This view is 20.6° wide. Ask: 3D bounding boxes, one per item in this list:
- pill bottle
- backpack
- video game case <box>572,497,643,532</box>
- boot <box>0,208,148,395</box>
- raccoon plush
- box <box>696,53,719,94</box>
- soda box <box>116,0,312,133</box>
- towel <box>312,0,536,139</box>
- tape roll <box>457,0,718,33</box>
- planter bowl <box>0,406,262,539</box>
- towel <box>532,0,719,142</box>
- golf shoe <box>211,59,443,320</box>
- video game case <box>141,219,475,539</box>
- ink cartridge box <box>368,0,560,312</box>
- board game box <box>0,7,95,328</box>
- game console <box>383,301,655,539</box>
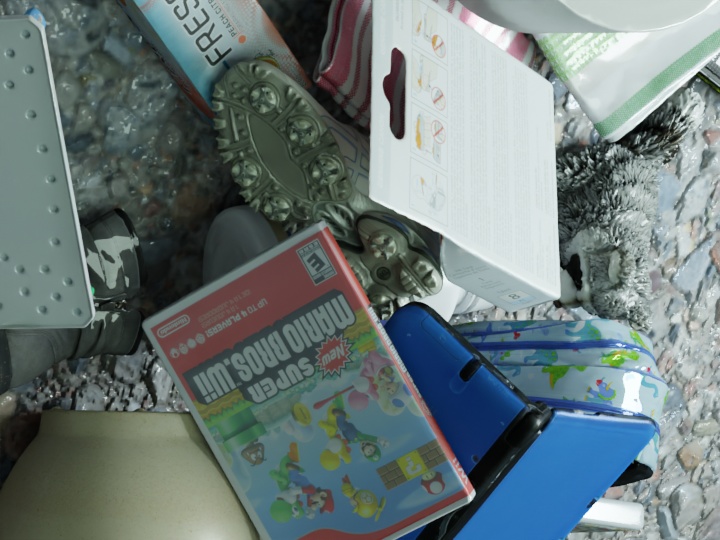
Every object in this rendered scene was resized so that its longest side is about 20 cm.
[{"bbox_3d":[0.000,0.000,1.377,0.198,0.111,0.112,-8,118,-29],"label":"pill bottle"},{"bbox_3d":[0.129,0.102,1.458,0.163,0.199,0.155,29,80,-41],"label":"backpack"},{"bbox_3d":[0.080,0.179,1.488,0.199,0.181,0.023,12,76,-37],"label":"video game case"},{"bbox_3d":[-0.205,-0.019,1.273,0.131,0.070,0.201,-21,132,-29],"label":"boot"},{"bbox_3d":[0.207,-0.050,1.469,0.097,0.134,0.201,38,91,-38],"label":"raccoon plush"},{"bbox_3d":[0.314,-0.230,1.502,0.193,0.047,0.201,30,96,-40],"label":"box"},{"bbox_3d":[-0.112,-0.173,1.244,0.068,0.064,0.200,-41,128,-8],"label":"soda box"},{"bbox_3d":[0.051,-0.140,1.342,0.200,0.030,0.148,38,59,-40],"label":"towel"},{"bbox_3d":[0.147,-0.255,1.285,0.201,0.139,0.205,-3,97,-23],"label":"tape roll"},{"bbox_3d":[-0.156,0.159,1.326,0.199,0.200,0.136,4,84,-34],"label":"planter bowl"},{"bbox_3d":[0.179,-0.211,1.397,0.149,0.031,0.201,-40,110,-10],"label":"towel"},{"bbox_3d":[-0.019,-0.062,1.282,0.078,0.097,0.200,-28,110,28],"label":"golf shoe"},{"bbox_3d":[-0.034,0.087,1.266,0.142,0.017,0.201,-28,94,20],"label":"video game case"},{"bbox_3d":[0.055,-0.079,1.270,0.199,0.047,0.162,25,57,-45],"label":"ink cartridge box"},{"bbox_3d":[-0.263,-0.057,1.160,0.198,0.026,0.202,-1,121,8],"label":"board game box"},{"bbox_3d":[0.065,0.127,1.326,0.201,0.171,0.118,-54,167,30],"label":"game console"}]
